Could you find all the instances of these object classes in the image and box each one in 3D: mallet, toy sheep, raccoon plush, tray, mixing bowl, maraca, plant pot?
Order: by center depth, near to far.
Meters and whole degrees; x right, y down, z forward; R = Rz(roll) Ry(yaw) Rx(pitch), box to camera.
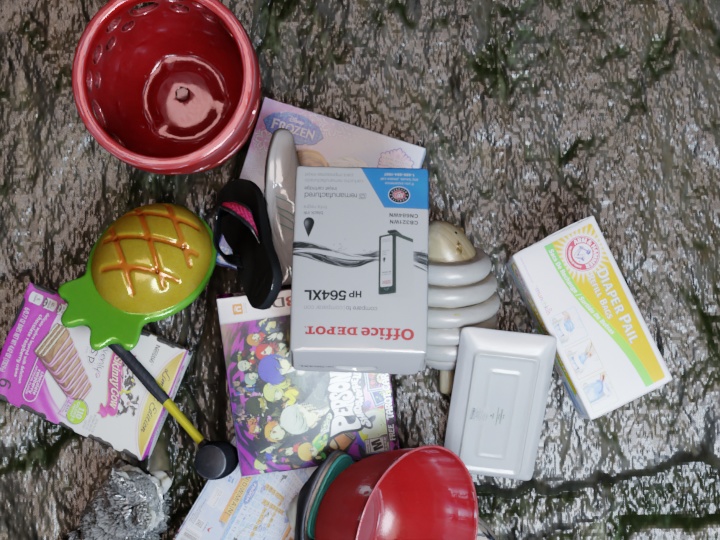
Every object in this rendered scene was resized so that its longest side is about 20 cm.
[{"bbox_3d":[0.023,0.273,1.564,0.108,0.199,0.203,9,85,42],"label":"mixing bowl"},{"bbox_3d":[0.151,0.155,1.635,0.106,0.022,0.202,7,122,1],"label":"tray"},{"bbox_3d":[-0.279,0.295,1.639,0.096,0.134,0.201,34,88,2],"label":"raccoon plush"},{"bbox_3d":[-0.207,0.152,1.642,0.041,0.066,0.200,-43,74,4],"label":"mallet"},{"bbox_3d":[-0.206,-0.200,1.646,0.197,0.183,0.204,0,86,1],"label":"plant pot"},{"bbox_3d":[0.091,0.041,1.652,0.136,0.138,0.203,-1,112,2],"label":"toy sheep"},{"bbox_3d":[-0.248,0.005,1.660,0.136,0.107,0.200,34,65,19],"label":"maraca"}]

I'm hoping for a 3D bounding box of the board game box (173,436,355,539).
[{"bbox_3d":[-0.085,0.285,1.674,0.198,0.041,0.201,32,87,4],"label":"board game box"}]

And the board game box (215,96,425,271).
[{"bbox_3d":[-0.046,-0.073,1.704,0.197,0.041,0.202,17,87,3],"label":"board game box"}]

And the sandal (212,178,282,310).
[{"bbox_3d":[-0.131,-0.037,1.606,0.045,0.201,0.076,13,121,-28],"label":"sandal"}]

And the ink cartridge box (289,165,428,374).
[{"bbox_3d":[0.000,0.000,1.554,0.144,0.084,0.203,1,73,-1],"label":"ink cartridge box"}]

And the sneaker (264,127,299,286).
[{"bbox_3d":[-0.068,-0.058,1.653,0.079,0.070,0.203,-5,95,-3],"label":"sneaker"}]

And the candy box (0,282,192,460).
[{"bbox_3d":[-0.308,0.115,1.690,0.198,0.061,0.138,22,87,2],"label":"candy box"}]

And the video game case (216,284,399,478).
[{"bbox_3d":[-0.057,0.114,1.620,0.179,0.036,0.203,-7,97,-3],"label":"video game case"}]

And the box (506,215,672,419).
[{"bbox_3d":[0.251,0.054,1.652,0.100,0.113,0.202,-25,85,0],"label":"box"}]

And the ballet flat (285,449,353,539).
[{"bbox_3d":[-0.055,0.291,1.612,0.072,0.073,0.203,7,92,2],"label":"ballet flat"}]

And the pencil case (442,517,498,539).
[{"bbox_3d":[0.079,0.355,1.653,0.199,0.078,0.090,-41,117,-2],"label":"pencil case"}]
